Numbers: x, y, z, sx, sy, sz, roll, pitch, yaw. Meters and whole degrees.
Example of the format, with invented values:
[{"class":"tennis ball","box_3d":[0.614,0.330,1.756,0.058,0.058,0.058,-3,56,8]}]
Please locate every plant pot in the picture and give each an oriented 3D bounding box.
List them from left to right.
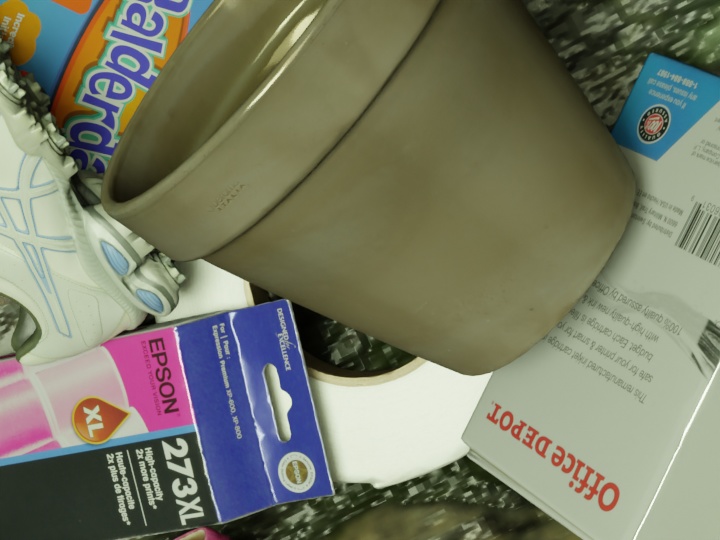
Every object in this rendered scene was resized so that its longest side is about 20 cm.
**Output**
[{"class":"plant pot","box_3d":[0.017,-0.052,1.026,0.173,0.200,0.200,39,99,-16]}]

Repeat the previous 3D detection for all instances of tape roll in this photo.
[{"class":"tape roll","box_3d":[0.000,0.000,1.138,0.202,0.037,0.204,0,92,9]}]

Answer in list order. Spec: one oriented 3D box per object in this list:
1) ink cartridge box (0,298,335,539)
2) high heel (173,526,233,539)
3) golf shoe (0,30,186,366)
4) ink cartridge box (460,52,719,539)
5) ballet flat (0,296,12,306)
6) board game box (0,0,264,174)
[{"class":"ink cartridge box","box_3d":[-0.115,0.078,1.137,0.199,0.037,0.095,-12,93,23]},{"class":"high heel","box_3d":[-0.139,0.182,1.128,0.199,0.096,0.068,-19,47,3]},{"class":"golf shoe","box_3d":[-0.165,-0.036,1.060,0.097,0.078,0.200,-34,118,4]},{"class":"ink cartridge box","box_3d":[0.147,0.023,1.048,0.084,0.146,0.201,23,96,-30]},{"class":"ballet flat","box_3d":[-0.228,-0.011,1.107,0.199,0.067,0.068,18,111,-34]},{"class":"board game box","box_3d":[-0.163,-0.106,1.096,0.199,0.045,0.153,23,102,-26]}]
